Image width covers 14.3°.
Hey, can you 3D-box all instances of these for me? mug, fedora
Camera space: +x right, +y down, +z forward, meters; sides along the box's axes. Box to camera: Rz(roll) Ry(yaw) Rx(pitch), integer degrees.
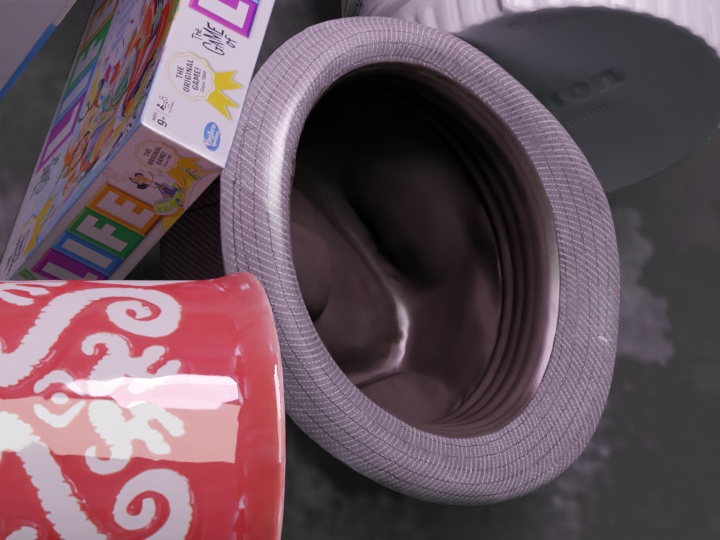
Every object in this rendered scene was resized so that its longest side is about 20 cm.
[{"bbox_3d":[-0.134,0.082,0.901,0.199,0.133,0.178,4,72,-15],"label":"mug"},{"bbox_3d":[0.000,0.000,1.065,0.200,0.090,0.178,18,69,-45],"label":"fedora"}]

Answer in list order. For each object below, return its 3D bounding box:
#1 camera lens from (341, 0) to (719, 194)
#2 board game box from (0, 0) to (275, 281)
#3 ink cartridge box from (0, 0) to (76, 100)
[{"bbox_3d":[0.068,-0.148,1.174,0.160,0.160,0.201,12,56,-27],"label":"camera lens"},{"bbox_3d":[-0.071,-0.086,1.060,0.034,0.134,0.200,27,50,-16],"label":"board game box"},{"bbox_3d":[-0.104,-0.172,1.106,0.068,0.115,0.200,35,47,-10],"label":"ink cartridge box"}]
